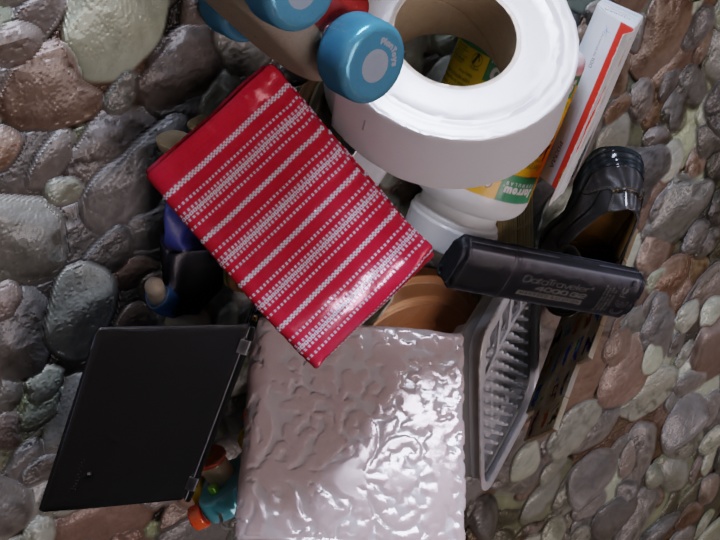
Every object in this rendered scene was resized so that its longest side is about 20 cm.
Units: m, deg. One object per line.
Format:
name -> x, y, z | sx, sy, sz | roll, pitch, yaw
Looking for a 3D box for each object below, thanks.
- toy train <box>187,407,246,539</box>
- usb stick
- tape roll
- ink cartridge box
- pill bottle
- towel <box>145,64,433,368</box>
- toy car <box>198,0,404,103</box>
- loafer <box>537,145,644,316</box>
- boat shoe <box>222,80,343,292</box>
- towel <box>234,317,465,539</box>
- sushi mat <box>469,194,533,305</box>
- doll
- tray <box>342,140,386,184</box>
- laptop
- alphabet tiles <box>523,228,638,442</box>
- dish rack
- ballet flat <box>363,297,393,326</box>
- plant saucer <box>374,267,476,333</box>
toy train -> -0.072, 0.149, 1.427 | 0.200, 0.150, 0.056 | -44, 113, -29
usb stick -> 0.161, 0.006, 1.442 | 0.198, 0.033, 0.056 | 10, 127, -26
tape roll -> 0.070, -0.166, 1.295 | 0.201, 0.203, 0.071 | -31, 159, -21
ink cartridge box -> 0.194, -0.152, 1.451 | 0.161, 0.047, 0.200 | -68, 171, 17
pill bottle -> 0.110, -0.115, 1.433 | 0.112, 0.113, 0.202 | 6, 113, -42
towel -> -0.052, -0.045, 1.251 | 0.144, 0.022, 0.200 | -42, 92, -23
toy car -> -0.030, -0.257, 1.177 | 0.201, 0.184, 0.177 | -55, 137, -5
loafer -> 0.209, -0.021, 1.509 | 0.072, 0.073, 0.201 | 6, 136, -7
boat shoe -> -0.064, -0.074, 1.315 | 0.072, 0.067, 0.202 | 61, 37, -52
towel -> -0.005, 0.139, 1.375 | 0.189, 0.202, 0.032 | 4, 152, -1
sushi mat -> 0.131, -0.030, 1.578 | 0.095, 0.012, 0.202 | -25, 130, -25
doll -> -0.132, -0.023, 1.333 | 0.136, 0.048, 0.202 | -34, 140, -48
tray -> -0.008, -0.082, 1.400 | 0.201, 0.022, 0.107 | -57, 163, 5
laptop -> -0.160, 0.085, 1.331 | 0.115, 0.201, 0.188 | 20, 121, -5
alphabet tiles -> 0.207, 0.068, 1.579 | 0.007, 0.167, 0.202 | 23, 75, -5
dish rack -> 0.129, 0.092, 1.576 | 0.172, 0.043, 0.202 | -55, 149, -47
ballet flat -> 0.000, 0.000, 1.410 | 0.069, 0.071, 0.201 | -65, 176, -47
plant saucer -> 0.033, 0.092, 1.553 | 0.199, 0.032, 0.202 | -18, 127, -26
